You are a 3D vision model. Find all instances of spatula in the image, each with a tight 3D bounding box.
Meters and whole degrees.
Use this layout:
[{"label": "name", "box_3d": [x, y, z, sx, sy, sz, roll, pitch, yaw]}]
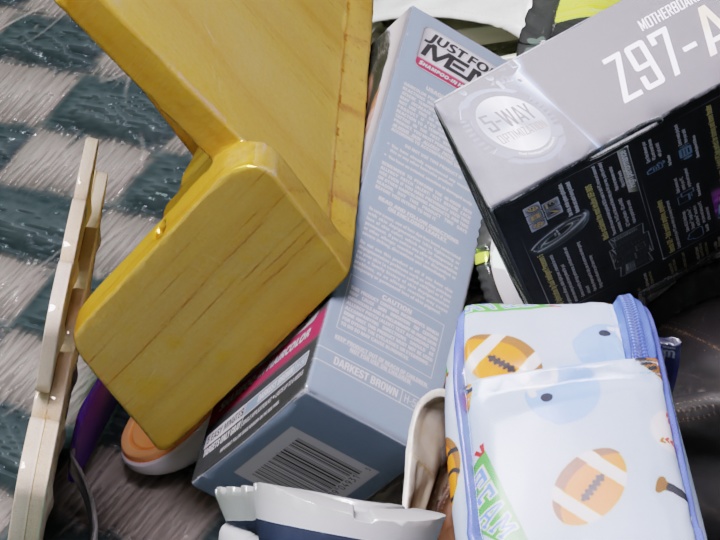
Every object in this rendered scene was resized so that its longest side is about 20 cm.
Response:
[{"label": "spatula", "box_3d": [-0.121, 0.111, 1.111, 0.020, 0.057, 0.201, 8, 47, -5]}]

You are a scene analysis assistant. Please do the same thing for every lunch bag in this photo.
[{"label": "lunch bag", "box_3d": [0.068, 0.113, 0.786, 0.075, 0.161, 0.201, -5, 56, 1]}]

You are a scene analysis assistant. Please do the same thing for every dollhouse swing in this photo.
[{"label": "dollhouse swing", "box_3d": [-0.095, -0.077, 1.039, 0.182, 0.175, 0.200, -44, 27, 33]}]

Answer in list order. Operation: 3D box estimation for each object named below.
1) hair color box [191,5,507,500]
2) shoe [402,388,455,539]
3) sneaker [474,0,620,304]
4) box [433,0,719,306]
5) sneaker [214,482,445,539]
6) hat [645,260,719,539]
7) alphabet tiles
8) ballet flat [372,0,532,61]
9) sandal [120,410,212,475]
[{"label": "hair color box", "box_3d": [0.000, 0.000, 1.057, 0.099, 0.060, 0.201, -40, 27, 49]}, {"label": "shoe", "box_3d": [0.030, 0.129, 0.913, 0.070, 0.053, 0.201, -20, 41, 30]}, {"label": "sneaker", "box_3d": [0.105, -0.054, 1.069, 0.076, 0.075, 0.201, -8, 52, 27]}, {"label": "box", "box_3d": [0.120, -0.042, 0.895, 0.160, 0.200, 0.044, -28, 68, 2]}, {"label": "sneaker", "box_3d": [-0.017, 0.114, 0.836, 0.076, 0.200, 0.081, 7, 83, 1]}, {"label": "hat", "box_3d": [0.139, 0.046, 0.889, 0.200, 0.081, 0.201, -25, 34, 18]}, {"label": "alphabet tiles", "box_3d": [-0.129, 0.051, 1.092, 0.015, 0.196, 0.200, 10, 40, -5]}, {"label": "ballet flat", "box_3d": [0.025, -0.109, 1.223, 0.199, 0.070, 0.070, -6, 44, 39]}, {"label": "sandal", "box_3d": [-0.046, 0.000, 1.152, 0.079, 0.059, 0.207, 10, 56, 50]}]
